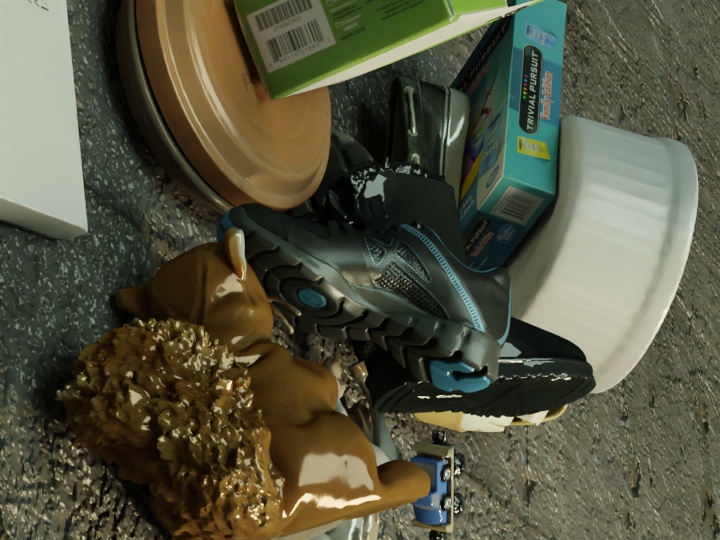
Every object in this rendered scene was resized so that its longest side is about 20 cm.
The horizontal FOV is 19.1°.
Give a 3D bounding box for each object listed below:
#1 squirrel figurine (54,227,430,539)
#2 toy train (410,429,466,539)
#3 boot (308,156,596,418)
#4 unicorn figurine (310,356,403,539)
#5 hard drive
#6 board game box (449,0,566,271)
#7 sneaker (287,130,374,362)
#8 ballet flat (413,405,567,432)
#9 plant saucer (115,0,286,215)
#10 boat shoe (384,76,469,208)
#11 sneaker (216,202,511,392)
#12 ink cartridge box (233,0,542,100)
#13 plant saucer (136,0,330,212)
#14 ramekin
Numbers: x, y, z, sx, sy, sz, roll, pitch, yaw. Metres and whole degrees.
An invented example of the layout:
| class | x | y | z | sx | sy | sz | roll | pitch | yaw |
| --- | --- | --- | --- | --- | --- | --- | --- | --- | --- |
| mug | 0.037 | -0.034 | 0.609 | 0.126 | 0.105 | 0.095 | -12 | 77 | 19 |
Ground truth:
| class | x | y | z | sx | sy | sz | roll | pitch | yaw |
| --- | --- | --- | --- | --- | --- | --- | --- | --- | --- |
| squirrel figurine | -0.081 | 0.071 | 1.253 | 0.200 | 0.141 | 0.188 | 5 | 63 | -62 |
| toy train | 0.047 | 0.207 | 1.440 | 0.046 | 0.034 | 0.202 | -11 | 104 | -53 |
| boot | 0.063 | 0.013 | 1.453 | 0.197 | 0.073 | 0.164 | 3 | 61 | -35 |
| unicorn figurine | -0.012 | 0.130 | 1.398 | 0.199 | 0.073 | 0.139 | -4 | 73 | -58 |
| hard drive | -0.215 | -0.128 | 1.241 | 0.132 | 0.027 | 0.202 | 22 | 54 | -55 |
| board game box | 0.101 | -0.095 | 1.653 | 0.047 | 0.151 | 0.201 | 19 | 49 | -14 |
| sneaker | 0.000 | 0.000 | 1.522 | 0.079 | 0.075 | 0.202 | 74 | -3 | -79 |
| ballet flat | 0.104 | 0.092 | 1.619 | 0.063 | 0.069 | 0.199 | 33 | 17 | 23 |
| plant saucer | -0.101 | -0.126 | 1.439 | 0.200 | 0.029 | 0.202 | 37 | 44 | -46 |
| boat shoe | 0.036 | -0.050 | 1.608 | 0.063 | 0.071 | 0.202 | 15 | 63 | -19 |
| sneaker | 0.004 | 0.003 | 1.351 | 0.199 | 0.073 | 0.082 | 27 | 63 | -12 |
| ink cartridge box | 0.027 | -0.185 | 1.454 | 0.200 | 0.147 | 0.076 | -25 | 94 | -63 |
| plant saucer | -0.076 | -0.137 | 1.428 | 0.200 | 0.032 | 0.202 | 37 | 43 | -45 |
| ramekin | 0.163 | -0.019 | 1.613 | 0.097 | 0.201 | 0.202 | 20 | 49 | -14 |
